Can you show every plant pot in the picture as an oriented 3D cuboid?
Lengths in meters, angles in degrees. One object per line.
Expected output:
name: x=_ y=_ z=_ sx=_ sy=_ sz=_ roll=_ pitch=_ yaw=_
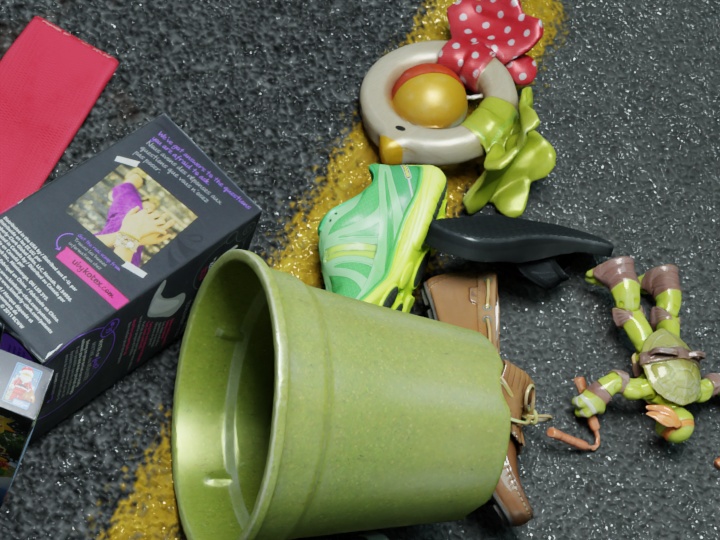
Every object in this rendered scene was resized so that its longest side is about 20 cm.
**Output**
plant pot: x=-0.008 y=0.096 z=1.074 sx=0.183 sy=0.200 sz=0.201 roll=7 pitch=58 yaw=-24

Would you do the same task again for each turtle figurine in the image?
turtle figurine: x=0.224 y=0.069 z=1.258 sx=0.199 sy=0.064 sz=0.162 roll=0 pitch=61 yaw=-22

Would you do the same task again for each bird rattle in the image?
bird rattle: x=0.080 y=-0.148 z=1.315 sx=0.162 sy=0.113 sz=0.201 roll=-6 pitch=59 yaw=-6

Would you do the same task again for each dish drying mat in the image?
dish drying mat: x=-0.255 y=-0.104 z=1.199 sx=0.077 sy=0.018 sz=0.201 roll=28 pitch=53 yaw=-5

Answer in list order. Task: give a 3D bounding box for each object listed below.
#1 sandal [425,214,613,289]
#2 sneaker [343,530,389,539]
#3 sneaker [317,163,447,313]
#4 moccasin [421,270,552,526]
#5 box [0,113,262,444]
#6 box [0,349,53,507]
sandal: x=0.121 y=-0.013 z=1.259 sx=0.200 sy=0.048 sz=0.075 roll=-1 pitch=19 yaw=-45
sneaker: x=0.007 y=0.275 z=1.049 sx=0.106 sy=0.075 sz=0.200 roll=-18 pitch=59 yaw=-25
sneaker: x=0.000 y=0.000 z=1.218 sx=0.083 sy=0.074 sz=0.201 roll=15 pitch=56 yaw=21
moccasin: x=0.099 y=0.091 z=1.189 sx=0.077 sy=0.074 sz=0.202 roll=-11 pitch=54 yaw=0
box: x=-0.180 y=0.005 z=1.096 sx=0.106 sy=0.122 sz=0.200 roll=44 pitch=54 yaw=13
box: x=-0.300 y=0.071 z=1.002 sx=0.199 sy=0.137 sz=0.038 roll=22 pitch=55 yaw=-8
